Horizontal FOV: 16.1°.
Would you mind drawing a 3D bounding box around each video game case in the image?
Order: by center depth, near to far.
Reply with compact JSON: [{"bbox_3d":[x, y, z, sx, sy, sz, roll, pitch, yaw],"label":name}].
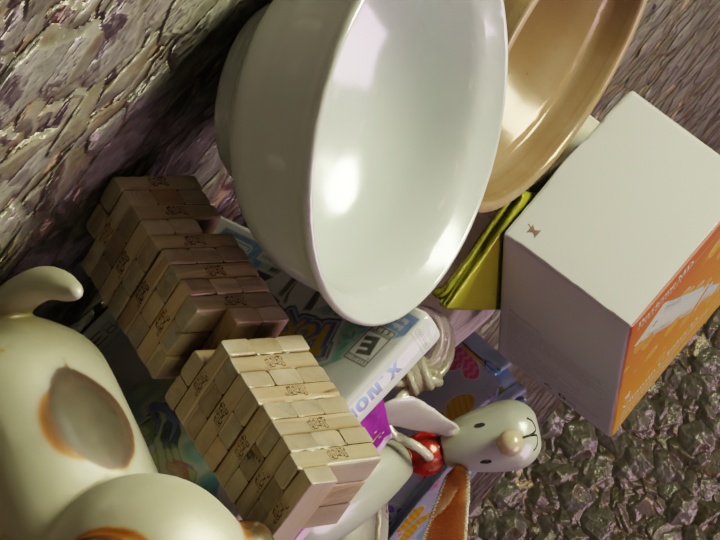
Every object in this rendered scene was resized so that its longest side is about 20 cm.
[{"bbox_3d":[-0.082,0.061,1.336,0.182,0.200,0.022,-46,130,-17],"label":"video game case"}]

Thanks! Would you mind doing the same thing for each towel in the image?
[{"bbox_3d":[0.100,-0.014,1.592,0.086,0.018,0.200,-57,164,10],"label":"towel"}]

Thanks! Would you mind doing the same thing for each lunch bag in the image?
[{"bbox_3d":[0.010,0.095,1.786,0.200,0.170,0.127,-57,165,30],"label":"lunch bag"}]

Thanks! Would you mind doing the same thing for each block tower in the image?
[{"bbox_3d":[-0.065,0.042,1.239,0.058,0.200,0.054,-3,139,-41],"label":"block tower"}]

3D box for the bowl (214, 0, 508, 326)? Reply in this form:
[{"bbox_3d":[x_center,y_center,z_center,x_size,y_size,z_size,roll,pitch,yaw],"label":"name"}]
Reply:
[{"bbox_3d":[-0.010,-0.079,1.265,0.201,0.090,0.202,-35,132,-51],"label":"bowl"}]

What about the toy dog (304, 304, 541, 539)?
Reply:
[{"bbox_3d":[0.007,0.121,1.501,0.200,0.132,0.096,-37,-171,-1],"label":"toy dog"}]

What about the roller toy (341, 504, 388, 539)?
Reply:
[{"bbox_3d":[-0.072,0.157,1.629,0.183,0.200,0.140,-55,169,-5],"label":"roller toy"}]

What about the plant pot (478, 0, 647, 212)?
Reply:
[{"bbox_3d":[0.080,-0.142,1.439,0.201,0.093,0.201,-47,158,-26],"label":"plant pot"}]

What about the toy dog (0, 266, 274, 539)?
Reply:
[{"bbox_3d":[-0.127,0.116,1.196,0.139,0.200,0.194,12,110,-49],"label":"toy dog"}]

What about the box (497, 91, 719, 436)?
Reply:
[{"bbox_3d":[0.161,0.000,1.583,0.124,0.097,0.200,-48,164,-16],"label":"box"}]

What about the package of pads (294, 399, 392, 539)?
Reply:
[{"bbox_3d":[-0.073,0.121,1.396,0.200,0.076,0.121,-47,156,-14],"label":"package of pads"}]

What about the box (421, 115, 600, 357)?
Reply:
[{"bbox_3d":[0.068,-0.033,1.637,0.095,0.078,0.200,-38,164,-42],"label":"box"}]
